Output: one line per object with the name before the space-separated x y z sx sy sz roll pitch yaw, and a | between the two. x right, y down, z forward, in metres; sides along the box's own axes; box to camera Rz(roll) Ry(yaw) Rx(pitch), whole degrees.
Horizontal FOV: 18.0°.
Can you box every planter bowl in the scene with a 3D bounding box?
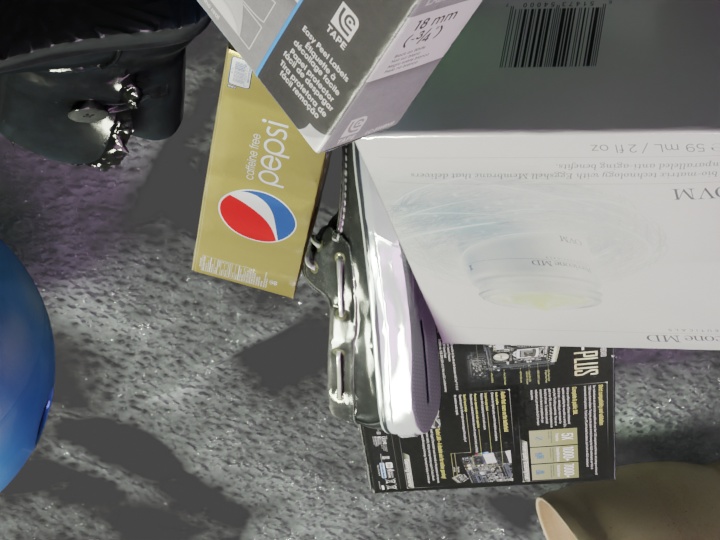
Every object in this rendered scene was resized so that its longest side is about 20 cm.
planter bowl | 0.228 0.214 1.573 0.134 0.201 0.201 -28 144 -5

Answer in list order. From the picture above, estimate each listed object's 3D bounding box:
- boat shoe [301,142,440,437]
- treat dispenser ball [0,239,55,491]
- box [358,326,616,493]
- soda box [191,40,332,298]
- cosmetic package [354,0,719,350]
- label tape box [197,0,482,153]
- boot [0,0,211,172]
boat shoe | 0.000 0.000 1.257 0.070 0.072 0.202 2 109 17
treat dispenser ball | -0.276 0.055 1.310 0.199 0.202 0.202 0 145 0
box | 0.076 0.049 1.405 0.162 0.087 0.201 -4 145 5
soda box | -0.046 -0.073 1.240 0.063 0.068 0.201 16 144 0
cosmetic package | 0.122 -0.059 1.195 0.198 0.124 0.200 1 148 19
label tape box | 0.001 -0.175 1.016 0.063 0.145 0.200 -21 156 -44
boot | -0.176 -0.105 1.149 0.198 0.077 0.168 -6 161 -16
